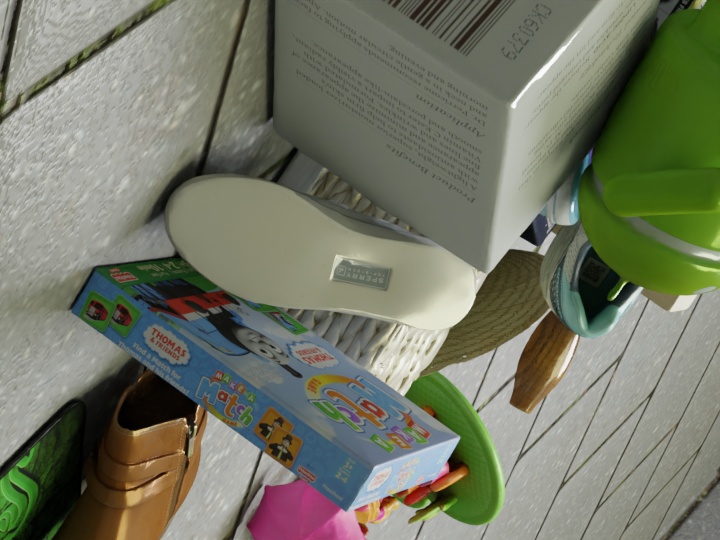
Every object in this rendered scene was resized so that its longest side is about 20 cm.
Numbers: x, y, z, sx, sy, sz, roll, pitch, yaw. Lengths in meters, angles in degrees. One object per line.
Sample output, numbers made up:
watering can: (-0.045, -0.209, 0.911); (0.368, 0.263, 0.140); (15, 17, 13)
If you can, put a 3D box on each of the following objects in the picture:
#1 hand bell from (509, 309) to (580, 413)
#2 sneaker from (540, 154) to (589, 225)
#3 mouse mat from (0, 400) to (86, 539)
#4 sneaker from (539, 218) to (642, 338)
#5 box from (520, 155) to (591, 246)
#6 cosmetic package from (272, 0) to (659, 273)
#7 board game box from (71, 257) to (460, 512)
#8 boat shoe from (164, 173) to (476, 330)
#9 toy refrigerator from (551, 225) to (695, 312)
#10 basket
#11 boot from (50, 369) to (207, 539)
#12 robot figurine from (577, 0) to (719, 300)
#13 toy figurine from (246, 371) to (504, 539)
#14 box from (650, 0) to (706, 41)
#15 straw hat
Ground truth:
hand bell: (0.153, 0.005, 1.830); (0.200, 0.104, 0.104); (-64, 164, 4)
sneaker: (0.081, -0.097, 1.743); (0.200, 0.130, 0.080); (-85, 179, -57)
mouse mat: (-0.225, 0.177, 1.701); (0.161, 0.008, 0.200); (-46, 162, -28)
sneaker: (0.180, -0.043, 1.736); (0.086, 0.078, 0.200); (-93, -156, -71)
box: (0.138, -0.138, 1.923); (0.200, 0.104, 0.148); (-53, 165, -7)
cosmetic package: (0.061, -0.139, 1.579); (0.165, 0.165, 0.200); (-49, 165, -22)
board game box: (-0.052, 0.062, 1.601); (0.037, 0.200, 0.151); (-58, 165, 14)
boat shoe: (-0.028, -0.015, 1.633); (0.069, 0.200, 0.072); (-153, -106, -66)
toy refrigerator: (0.173, -0.057, 2.019); (0.076, 0.200, 0.070); (-58, 164, 11)
basket: (0.000, 0.000, 1.770); (0.200, 0.123, 0.136); (-55, 165, 3)
boot: (-0.158, 0.150, 1.703); (0.200, 0.074, 0.155); (-60, 174, -45)
robot figurine: (0.202, -0.072, 1.615); (0.175, 0.116, 0.200); (-28, 149, -60)
toy figurine: (-0.013, 0.183, 2.192); (0.184, 0.150, 0.200); (-30, 179, -28)
box: (0.161, -0.183, 1.733); (0.050, 0.200, 0.075); (27, 102, -38)
straw hat: (0.033, -0.003, 1.904); (0.201, 0.201, 0.085); (-42, 120, -38)
